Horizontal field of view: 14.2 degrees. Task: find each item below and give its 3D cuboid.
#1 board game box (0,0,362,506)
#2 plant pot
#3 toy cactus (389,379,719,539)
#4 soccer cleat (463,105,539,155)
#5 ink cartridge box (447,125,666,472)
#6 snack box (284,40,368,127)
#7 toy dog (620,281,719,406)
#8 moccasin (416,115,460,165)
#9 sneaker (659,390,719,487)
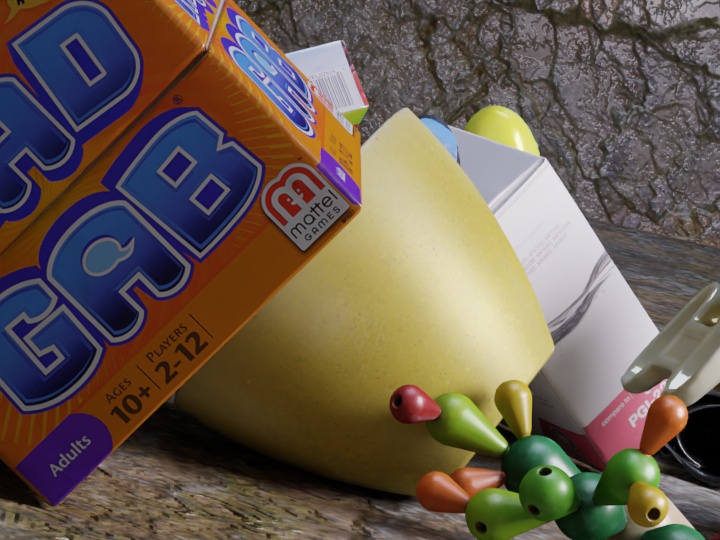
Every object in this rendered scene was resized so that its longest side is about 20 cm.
[{"bbox_3d":[-0.137,-0.050,1.369,0.200,0.200,0.200,45,8,-9],"label":"board game box"},{"bbox_3d":[0.018,0.036,1.526,0.142,0.200,0.200,38,9,3],"label":"plant pot"},{"bbox_3d":[0.121,0.111,1.420,0.199,0.103,0.165,18,-6,34],"label":"toy cactus"},{"bbox_3d":[0.073,-0.006,1.860,0.064,0.201,0.084,21,26,23],"label":"soccer cleat"},{"bbox_3d":[0.094,0.014,1.766,0.200,0.085,0.145,53,-16,-31],"label":"ink cartridge box"},{"bbox_3d":[-0.107,-0.068,1.775,0.199,0.053,0.142,-15,-19,-21],"label":"snack box"},{"bbox_3d":[0.274,0.081,1.636,0.200,0.194,0.139,46,-13,-8],"label":"toy dog"},{"bbox_3d":[0.000,0.000,1.667,0.080,0.200,0.068,38,15,-6],"label":"moccasin"},{"bbox_3d":[0.208,0.088,1.865,0.199,0.071,0.099,25,7,40],"label":"sneaker"}]
